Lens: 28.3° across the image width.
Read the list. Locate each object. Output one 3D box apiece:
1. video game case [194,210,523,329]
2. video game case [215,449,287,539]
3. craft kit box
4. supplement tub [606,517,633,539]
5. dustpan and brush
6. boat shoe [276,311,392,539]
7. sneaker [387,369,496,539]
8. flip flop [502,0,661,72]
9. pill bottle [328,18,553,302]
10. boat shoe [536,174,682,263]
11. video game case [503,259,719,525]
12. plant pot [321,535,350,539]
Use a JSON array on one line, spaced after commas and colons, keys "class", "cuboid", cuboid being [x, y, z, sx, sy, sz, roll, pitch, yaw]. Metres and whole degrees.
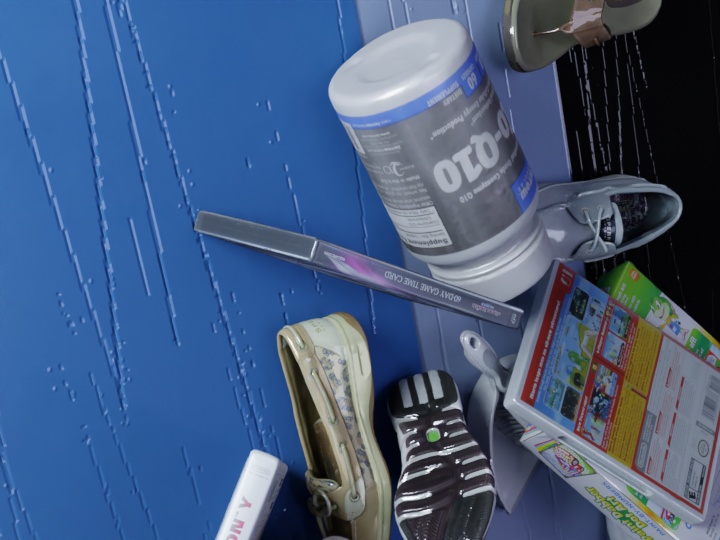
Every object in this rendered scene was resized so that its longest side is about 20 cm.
[{"class": "video game case", "cuboid": [0.000, 0.000, 1.015, 0.200, 0.143, 0.019, 20, 87, -39]}, {"class": "video game case", "cuboid": [-0.093, 0.211, 0.960, 0.023, 0.200, 0.183, 21, 81, 1]}, {"class": "craft kit box", "cuboid": [0.252, 0.127, 1.212, 0.197, 0.048, 0.200, 43, 53, -13]}, {"class": "supplement tub", "cuboid": [0.336, 0.221, 1.335, 0.199, 0.122, 0.123, -4, 99, -39]}, {"class": "dustpan and brush", "cuboid": [0.123, 0.105, 1.183, 0.200, 0.057, 0.140, 45, 69, -35]}, {"class": "boat shoe", "cuboid": [-0.024, 0.134, 1.069, 0.062, 0.073, 0.201, -10, 92, -31]}, {"class": "sneaker", "cuboid": [0.072, 0.176, 1.091, 0.075, 0.200, 0.116, -13, 125, 7]}, {"class": "flip flop", "cuboid": [0.192, -0.217, 1.193, 0.199, 0.057, 0.081, -19, 108, -36]}, {"class": "pill bottle", "cuboid": [0.067, -0.077, 1.077, 0.114, 0.114, 0.200, -44, 121, -26]}, {"class": "boat shoe", "cuboid": [0.195, -0.043, 1.212, 0.200, 0.071, 0.070, -16, 107, -36]}, {"class": "video game case", "cuboid": [0.215, 0.099, 1.164, 0.200, 0.017, 0.143, 33, 55, -16]}, {"class": "plant pot", "cuboid": [-0.034, 0.304, 0.992, 0.134, 0.201, 0.200, -30, 124, 16]}]
